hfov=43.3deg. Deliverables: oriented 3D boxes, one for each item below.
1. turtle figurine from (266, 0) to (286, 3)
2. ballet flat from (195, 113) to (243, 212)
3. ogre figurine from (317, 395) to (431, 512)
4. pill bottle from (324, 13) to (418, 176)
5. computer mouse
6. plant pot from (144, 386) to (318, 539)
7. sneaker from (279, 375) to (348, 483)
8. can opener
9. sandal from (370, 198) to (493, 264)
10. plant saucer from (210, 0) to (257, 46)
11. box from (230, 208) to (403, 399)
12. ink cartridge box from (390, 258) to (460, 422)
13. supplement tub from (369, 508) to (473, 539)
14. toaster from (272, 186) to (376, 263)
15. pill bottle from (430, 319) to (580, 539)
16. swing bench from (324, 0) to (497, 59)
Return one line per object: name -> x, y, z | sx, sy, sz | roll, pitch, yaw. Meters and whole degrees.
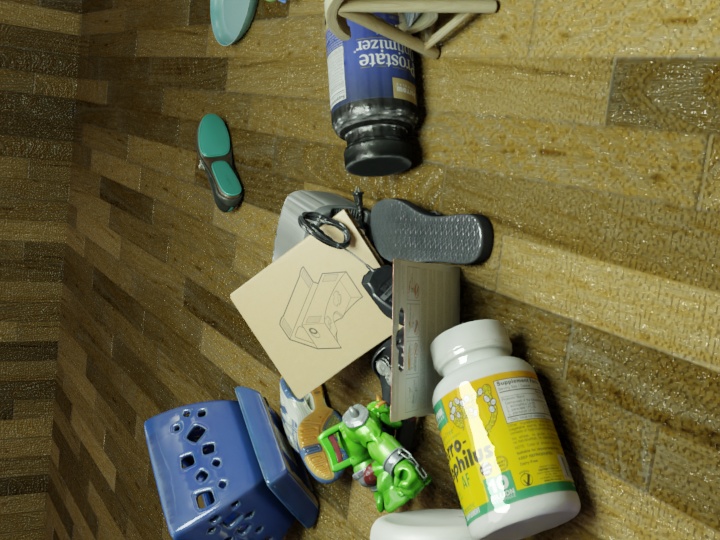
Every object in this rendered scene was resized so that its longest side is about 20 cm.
turtle figurine -> -0.151, -0.535, 1.404 | 0.201, 0.142, 0.196 | 54, 129, 41
ballet flat -> -0.264, -0.190, 1.655 | 0.069, 0.067, 0.202 | 119, 141, -51
ogre figurine -> 0.018, 0.215, 1.041 | 0.098, 0.200, 0.120 | -38, 79, 4
pill bottle -> 0.015, -0.226, 1.131 | 0.111, 0.110, 0.204 | -21, 71, 57
computer mouse -> 0.000, 0.000, 1.093 | 0.200, 0.058, 0.034 | 42, 137, 11
plant pot -> -0.180, 0.301, 1.326 | 0.201, 0.178, 0.201 | 64, -179, 40
sneaker -> -0.067, 0.235, 1.301 | 0.201, 0.074, 0.089 | -115, 28, -48
can opener -> 0.049, 0.166, 1.103 | 0.063, 0.078, 0.203 | 27, 121, 46
sandal -> 0.083, -0.040, 1.079 | 0.199, 0.042, 0.077 | 17, 104, 48
plant saucer -> -0.224, -0.507, 1.639 | 0.199, 0.027, 0.204 | -8, 81, 60
box -> -0.049, 0.045, 1.155 | 0.199, 0.021, 0.165 | -35, 88, 20
ink cartridge box -> 0.056, 0.072, 0.974 | 0.056, 0.199, 0.166 | -1, 87, 30
supplement tub -> 0.083, 0.362, 0.950 | 0.144, 0.143, 0.204 | -12, 78, 58
toaster -> -0.053, -0.028, 1.236 | 0.129, 0.112, 0.203 | 35, 119, 57
pill bottle -> 0.135, 0.157, 0.904 | 0.113, 0.111, 0.203 | -47, 49, 48
swing bench -> 0.030, -0.371, 1.027 | 0.129, 0.197, 0.203 | -26, 66, 56
